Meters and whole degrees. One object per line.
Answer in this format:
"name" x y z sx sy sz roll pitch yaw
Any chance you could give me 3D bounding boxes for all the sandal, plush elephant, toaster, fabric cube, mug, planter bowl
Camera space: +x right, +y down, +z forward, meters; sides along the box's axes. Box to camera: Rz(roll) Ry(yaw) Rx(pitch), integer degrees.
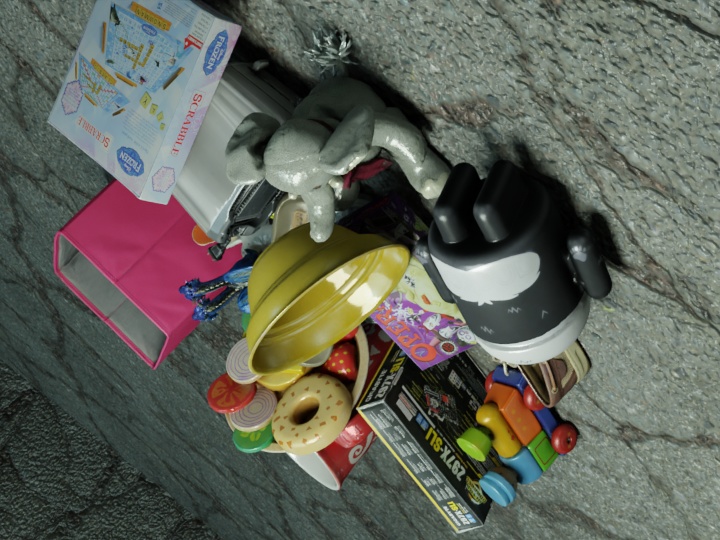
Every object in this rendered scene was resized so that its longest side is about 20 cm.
"sandal" -0.067 0.011 1.651 0.054 0.079 0.203 -91 1 -76
"plush elephant" -0.031 -0.106 1.422 0.163 0.155 0.201 2 130 36
"toaster" -0.135 -0.125 1.588 0.129 0.113 0.201 45 116 14
"fabric cube" -0.264 -0.025 1.979 0.200 0.199 0.196 43 160 2
"mug" 0.005 0.152 1.797 0.177 0.200 0.134 26 154 45
"planter bowl" -0.052 0.011 1.517 0.084 0.199 0.201 52 162 17

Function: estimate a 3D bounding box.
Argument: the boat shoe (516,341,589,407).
"boat shoe" 0.155 0.055 1.523 0.201 0.072 0.072 54 157 -23

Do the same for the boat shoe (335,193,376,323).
"boat shoe" 0.002 -0.001 1.683 0.073 0.065 0.203 -3 141 4

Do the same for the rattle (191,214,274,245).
"rattle" -0.108 -0.069 1.758 0.141 0.132 0.200 5 149 -17

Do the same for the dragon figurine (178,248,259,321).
"dragon figurine" -0.118 0.011 1.724 0.198 0.099 0.059 -11 113 38

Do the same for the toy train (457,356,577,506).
"toy train" 0.148 0.159 1.671 0.084 0.116 0.201 12 143 54

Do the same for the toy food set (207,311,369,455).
"toy food set" -0.082 0.119 1.729 0.196 0.202 0.049 2 152 31

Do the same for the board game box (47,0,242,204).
"board game box" -0.229 -0.202 1.568 0.041 0.201 0.200 11 -161 -47

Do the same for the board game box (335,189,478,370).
"board game box" 0.051 0.014 1.594 0.119 0.032 0.200 -26 119 38

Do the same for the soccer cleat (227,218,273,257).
"soccer cleat" -0.096 -0.035 1.793 0.199 0.086 0.069 26 167 43

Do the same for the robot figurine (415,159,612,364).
"robot figurine" 0.136 -0.007 1.374 0.150 0.124 0.201 46 169 53

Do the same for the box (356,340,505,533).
"box" 0.096 0.172 1.728 0.049 0.160 0.201 -21 116 41
